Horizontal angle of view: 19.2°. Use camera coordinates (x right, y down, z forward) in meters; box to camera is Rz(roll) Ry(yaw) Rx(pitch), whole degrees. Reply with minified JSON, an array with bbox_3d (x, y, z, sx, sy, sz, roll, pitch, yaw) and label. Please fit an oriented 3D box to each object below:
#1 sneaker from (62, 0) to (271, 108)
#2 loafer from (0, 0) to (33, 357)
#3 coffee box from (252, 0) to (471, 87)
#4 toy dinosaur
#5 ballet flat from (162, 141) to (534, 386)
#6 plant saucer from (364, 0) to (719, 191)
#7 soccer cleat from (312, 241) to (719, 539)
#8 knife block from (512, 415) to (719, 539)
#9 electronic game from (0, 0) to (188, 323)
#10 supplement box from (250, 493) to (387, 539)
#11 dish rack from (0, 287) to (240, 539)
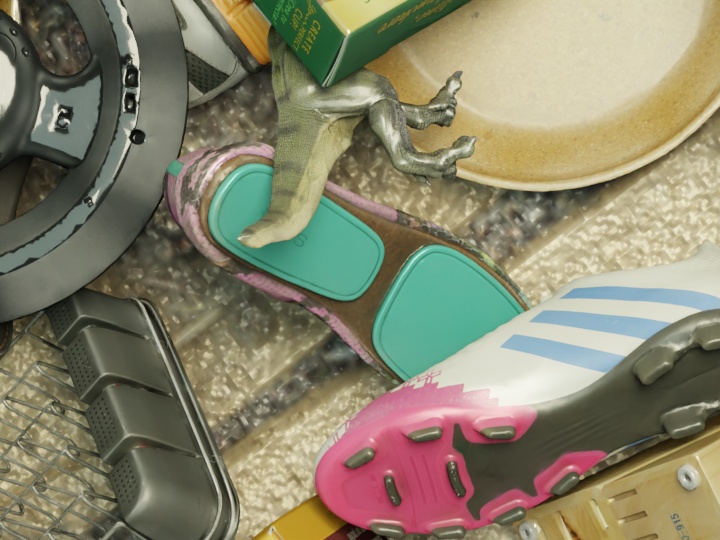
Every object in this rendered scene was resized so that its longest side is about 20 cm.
[{"bbox_3d":[-0.113,-0.156,0.933,0.077,0.078,0.200,-39,84,19],"label":"sneaker"},{"bbox_3d":[-0.174,-0.055,0.933,0.072,0.073,0.200,-15,79,21],"label":"loafer"},{"bbox_3d":[-0.025,-0.182,0.858,0.123,0.044,0.200,-31,76,-27],"label":"coffee box"},{"bbox_3d":[-0.001,-0.067,0.858,0.088,0.200,0.047,15,135,-11],"label":"toy dinosaur"},{"bbox_3d":[0.000,0.000,0.905,0.200,0.071,0.069,30,93,-29],"label":"ballet flat"},{"bbox_3d":[0.078,-0.134,0.912,0.200,0.035,0.201,0,92,12],"label":"plant saucer"},{"bbox_3d":[0.076,0.049,0.881,0.200,0.086,0.070,-20,122,9],"label":"soccer cleat"},{"bbox_3d":[0.184,0.082,0.894,0.200,0.175,0.064,-31,83,56],"label":"knife block"},{"bbox_3d":[-0.171,-0.075,0.888,0.200,0.042,0.200,0,89,0],"label":"electronic game"},{"bbox_3d":[-0.037,0.233,0.901,0.200,0.133,0.197,-39,84,11],"label":"supplement box"},{"bbox_3d":[-0.153,0.113,0.929,0.200,0.055,0.153,-45,43,17],"label":"dish rack"}]
